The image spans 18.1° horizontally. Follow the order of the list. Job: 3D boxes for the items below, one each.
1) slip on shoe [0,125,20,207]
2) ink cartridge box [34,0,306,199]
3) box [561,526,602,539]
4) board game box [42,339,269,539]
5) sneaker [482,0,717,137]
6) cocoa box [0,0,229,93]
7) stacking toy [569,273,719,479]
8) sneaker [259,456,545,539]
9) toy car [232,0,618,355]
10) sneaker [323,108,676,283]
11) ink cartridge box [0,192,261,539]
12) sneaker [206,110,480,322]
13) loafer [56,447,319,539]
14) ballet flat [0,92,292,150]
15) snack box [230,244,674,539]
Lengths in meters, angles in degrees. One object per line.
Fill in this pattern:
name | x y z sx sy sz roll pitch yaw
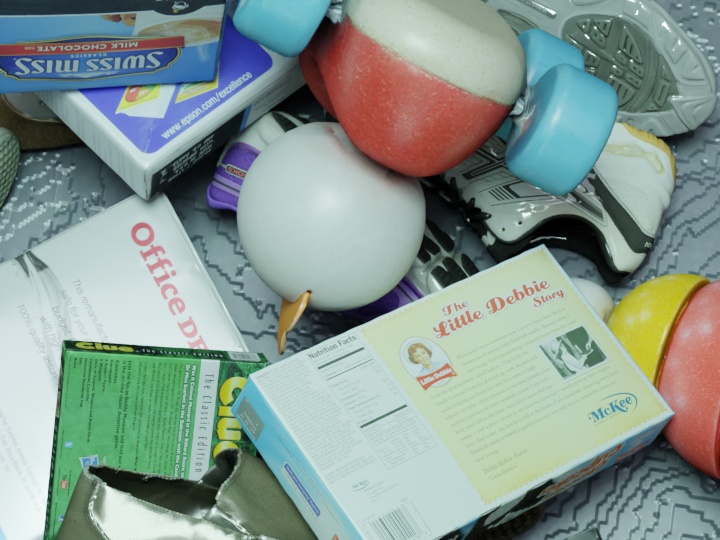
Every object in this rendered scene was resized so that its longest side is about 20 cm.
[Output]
slip on shoe | -0.268 -0.012 1.236 0.200 0.074 0.061 -44 75 -6
ink cartridge box | -0.110 -0.163 1.223 0.198 0.043 0.200 -38 75 -27
box | 0.045 0.229 1.116 0.199 0.149 0.125 -21 73 -5
board game box | -0.109 0.137 1.141 0.104 0.023 0.201 5 102 -11
sneaker | 0.119 -0.153 1.260 0.200 0.078 0.099 35 33 2
cocoa box | -0.142 -0.207 1.141 0.133 0.131 0.201 -4 62 -12
stacking toy | 0.179 0.046 1.196 0.199 0.146 0.146 21 75 25
sneaker | -0.002 0.112 1.205 0.199 0.071 0.076 -4 49 2
toy car | -0.005 -0.054 1.136 0.184 0.177 0.200 26 103 -12
sneaker | 0.070 -0.051 1.235 0.199 0.076 0.088 15 74 6
ink cartridge box | -0.159 0.070 1.200 0.200 0.084 0.145 -28 75 -6
sneaker | 0.000 0.000 1.235 0.200 0.081 0.083 43 108 8
loafer | -0.051 0.125 1.100 0.199 0.075 0.070 0 102 -10
ballet flat | -0.135 -0.108 1.258 0.199 0.072 0.068 -2 76 1
snack box | 0.048 0.070 1.121 0.200 0.037 0.116 -23 67 -34
